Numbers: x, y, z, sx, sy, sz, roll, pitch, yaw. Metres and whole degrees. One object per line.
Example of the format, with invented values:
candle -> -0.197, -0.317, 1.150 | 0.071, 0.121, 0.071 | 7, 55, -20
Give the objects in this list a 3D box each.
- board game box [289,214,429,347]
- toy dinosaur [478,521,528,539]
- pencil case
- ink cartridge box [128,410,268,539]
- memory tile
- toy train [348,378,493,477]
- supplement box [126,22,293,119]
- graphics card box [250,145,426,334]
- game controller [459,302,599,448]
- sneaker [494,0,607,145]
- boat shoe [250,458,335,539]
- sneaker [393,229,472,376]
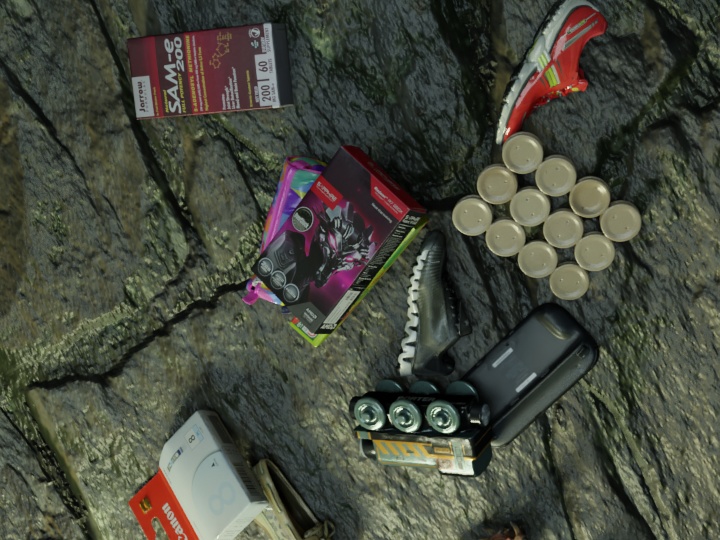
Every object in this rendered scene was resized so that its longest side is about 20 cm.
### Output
board game box -> 0.000, 0.000, 1.504 | 0.048, 0.102, 0.200 | 41, 107, 3
toy dinosaur -> 0.154, 0.396, 1.552 | 0.200, 0.086, 0.136 | -11, 87, 32
pencil case -> -0.086, -0.046, 1.524 | 0.088, 0.088, 0.200 | 20, 101, 10
ink cartridge box -> -0.236, 0.315, 1.616 | 0.200, 0.047, 0.160 | -45, 60, 16
memory tile -> 0.229, -0.066, 1.455 | 0.200, 0.017, 0.153 | 34, 112, -7
toy train -> 0.078, 0.204, 1.520 | 0.200, 0.085, 0.114 | -2, 109, 30
supplement box -> -0.194, -0.257, 1.529 | 0.200, 0.061, 0.109 | -3, 99, 16
graphics card box -> -0.029, -0.036, 1.431 | 0.125, 0.051, 0.200 | 45, 108, 21
game controller -> 0.208, 0.135, 1.515 | 0.200, 0.042, 0.104 | -45, 73, 16
sneaker -> 0.229, -0.229, 1.423 | 0.085, 0.077, 0.200 | 29, 108, -2
boat shoe -> -0.086, 0.345, 1.603 | 0.200, 0.073, 0.063 | 45, 110, 4
sneaker -> 0.102, 0.047, 1.509 | 0.090, 0.066, 0.200 | 11, 106, 9
